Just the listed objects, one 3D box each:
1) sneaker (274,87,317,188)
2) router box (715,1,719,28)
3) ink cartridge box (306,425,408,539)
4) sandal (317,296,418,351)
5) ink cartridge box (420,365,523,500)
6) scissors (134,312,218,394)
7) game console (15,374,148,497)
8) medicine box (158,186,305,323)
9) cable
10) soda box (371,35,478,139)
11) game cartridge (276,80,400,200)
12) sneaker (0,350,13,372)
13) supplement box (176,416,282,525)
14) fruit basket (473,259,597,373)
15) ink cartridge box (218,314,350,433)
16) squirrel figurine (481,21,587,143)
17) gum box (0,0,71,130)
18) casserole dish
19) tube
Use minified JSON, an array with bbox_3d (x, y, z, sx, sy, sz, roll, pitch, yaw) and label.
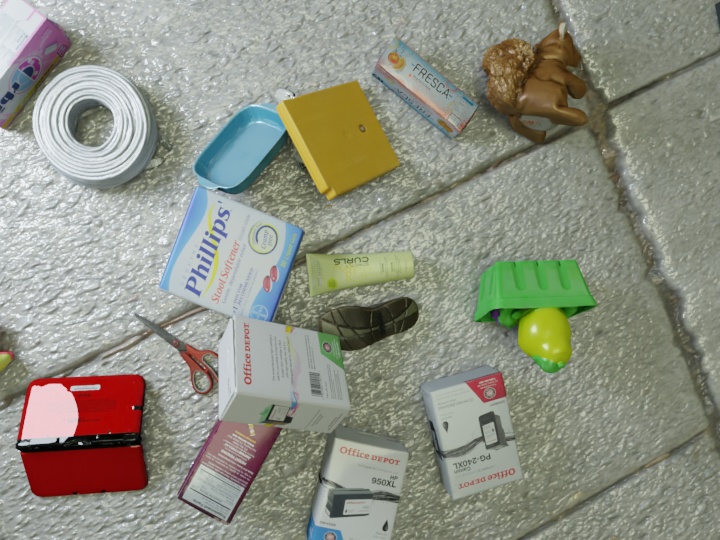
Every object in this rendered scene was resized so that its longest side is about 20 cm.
[{"bbox_3d":[-0.097,-0.234,1.068,0.080,0.075,0.202,-36,94,3],"label":"sneaker"},{"bbox_3d":[0.821,-0.464,1.203,0.154,0.052,0.205,-13,92,-7],"label":"router box"},{"bbox_3d":[-0.006,0.401,1.072,0.141,0.084,0.205,13,88,-8],"label":"ink cartridge box"},{"bbox_3d":[0.013,0.091,1.094,0.196,0.054,0.084,-16,99,-22],"label":"sandal"},{"bbox_3d":[0.206,0.298,1.102,0.142,0.083,0.205,-13,92,-8],"label":"ink cartridge box"},{"bbox_3d":[-0.315,0.133,1.065,0.073,0.014,0.201,-38,94,-4],"label":"scissors"},{"bbox_3d":[-0.473,0.286,1.039,0.195,0.120,0.176,-1,59,-8],"label":"game console"},{"bbox_3d":[-0.218,-0.019,1.032,0.196,0.103,0.186,21,87,-8],"label":"medicine box"},{"bbox_3d":[-0.450,-0.242,1.015,0.197,0.069,0.203,-30,94,-7],"label":"cable"},{"bbox_3d":[0.118,-0.333,1.096,0.199,0.068,0.064,38,85,-7],"label":"soda box"},{"bbox_3d":[-0.034,-0.230,1.037,0.199,0.032,0.179,-30,93,-42],"label":"game cartridge"},{"bbox_3d":[-0.654,0.092,0.991,0.089,0.078,0.203,-33,100,-15],"label":"sneaker"},{"bbox_3d":[-0.212,0.300,1.019,0.102,0.131,0.203,30,87,-7],"label":"supplement box"},{"bbox_3d":[0.319,0.088,1.080,0.210,0.156,0.221,2,75,-7],"label":"fruit basket"},{"bbox_3d":[-0.127,0.170,0.965,0.196,0.147,0.084,15,132,-28],"label":"ink cartridge box"},{"bbox_3d":[0.323,-0.365,1.095,0.196,0.141,0.191,19,81,-10],"label":"squirrel figurine"},{"bbox_3d":[-0.572,-0.341,0.975,0.066,0.113,0.202,36,86,-7],"label":"gum box"},{"bbox_3d":[-0.201,-0.207,1.032,0.119,0.039,0.202,25,68,26],"label":"casserole dish"},{"bbox_3d":[0.000,0.000,1.092,0.195,0.053,0.059,-5,50,-3],"label":"tube"}]
